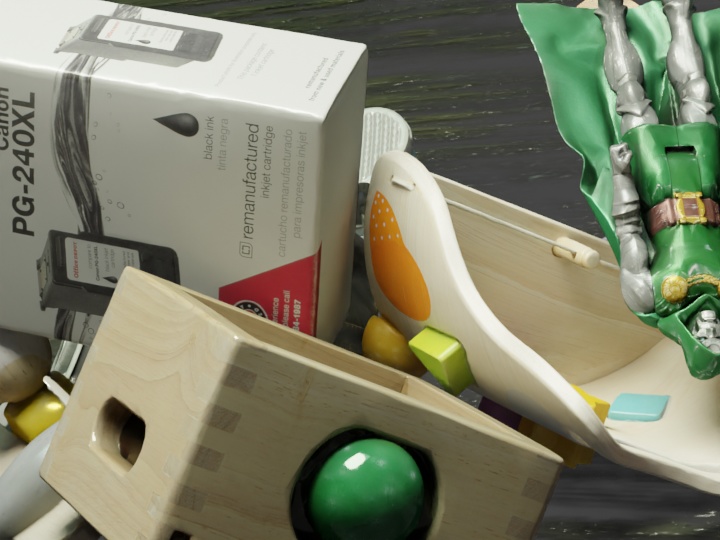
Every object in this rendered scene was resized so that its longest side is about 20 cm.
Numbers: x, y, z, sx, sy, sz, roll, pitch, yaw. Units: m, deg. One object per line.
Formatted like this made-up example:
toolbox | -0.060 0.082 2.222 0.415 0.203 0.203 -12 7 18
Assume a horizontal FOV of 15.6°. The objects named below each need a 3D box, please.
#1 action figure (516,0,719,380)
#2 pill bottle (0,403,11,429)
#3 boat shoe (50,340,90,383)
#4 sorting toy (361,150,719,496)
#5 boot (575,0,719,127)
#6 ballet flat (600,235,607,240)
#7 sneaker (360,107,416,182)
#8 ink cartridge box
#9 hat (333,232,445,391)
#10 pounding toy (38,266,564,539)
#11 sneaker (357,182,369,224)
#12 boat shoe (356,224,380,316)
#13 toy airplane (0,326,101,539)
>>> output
action figure | 0.144 -0.043 1.197 0.118 0.200 0.055 -5 -24 -6
pill bottle | -0.238 0.046 1.484 0.110 0.110 0.200 -17 8 -8
boat shoe | -0.139 0.001 1.467 0.071 0.200 0.072 13 -30 -12
sorting toy | 0.104 0.047 1.193 0.200 0.107 0.180 20 11 -30
boot | 0.174 -0.033 1.310 0.077 0.155 0.200 -38 56 -1
ballet flat | 0.147 0.006 1.412 0.200 0.072 0.072 -23 18 -32
sneaker | -0.041 -0.016 1.676 0.200 0.082 0.074 -34 55 -8
ink cartridge box | -0.105 -0.041 1.208 0.200 0.145 0.083 10 31 11
hat | -0.033 0.015 1.350 0.200 0.081 0.201 12 -6 1
pounding toy | -0.040 0.100 1.074 0.184 0.142 0.200 22 2 -23
sneaker | -0.052 0.024 1.545 0.086 0.078 0.200 -30 3 45
boat shoe | 0.000 0.000 1.462 0.200 0.069 0.057 1 31 -15
toy airplane | -0.170 0.090 1.261 0.200 0.141 0.199 -6 18 26
